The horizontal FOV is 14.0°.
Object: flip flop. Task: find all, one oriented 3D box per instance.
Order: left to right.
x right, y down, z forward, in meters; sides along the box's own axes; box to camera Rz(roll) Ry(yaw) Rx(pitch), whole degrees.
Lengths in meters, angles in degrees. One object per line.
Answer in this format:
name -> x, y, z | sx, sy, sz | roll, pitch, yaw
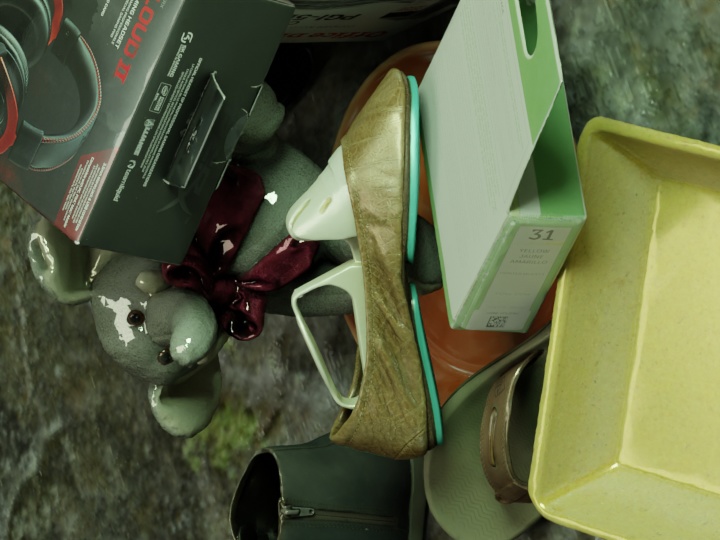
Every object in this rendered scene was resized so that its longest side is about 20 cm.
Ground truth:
flip flop -> 0.095, 0.078, 1.482 | 0.081, 0.058, 0.200 | 37, 129, -11

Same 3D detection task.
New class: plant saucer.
plant saucer -> 0.055, -0.023, 1.559 | 0.200, 0.032, 0.201 | 10, 104, 50
plant saucer -> 0.185, 0.042, 1.368 | 0.200, 0.048, 0.200 | 16, 106, 34

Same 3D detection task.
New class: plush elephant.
plush elephant -> -0.083, -0.001, 1.570 | 0.155, 0.165, 0.200 | -55, 22, -14

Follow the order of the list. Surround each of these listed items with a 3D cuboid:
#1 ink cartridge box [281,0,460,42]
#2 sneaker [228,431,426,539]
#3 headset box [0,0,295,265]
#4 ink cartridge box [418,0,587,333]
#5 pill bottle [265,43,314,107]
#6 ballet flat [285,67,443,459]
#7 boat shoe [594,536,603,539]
ink cartridge box -> 0.012, -0.181, 1.499 | 0.200, 0.147, 0.083 | -20, 78, 50
sneaker -> -0.023, 0.184, 1.620 | 0.075, 0.106, 0.201 | 7, 100, 50
headset box -> -0.130, -0.106, 1.483 | 0.200, 0.075, 0.149 | 38, 108, 42
ink cartridge box -> 0.077, -0.083, 1.390 | 0.200, 0.048, 0.146 | 115, 154, -52
pill bottle -> -0.114, -0.179, 1.679 | 0.112, 0.112, 0.200 | -48, 58, 42
ballet flat -> 0.000, 0.000, 1.480 | 0.068, 0.072, 0.200 | -100, 5, -76
boat shoe -> 0.137, 0.171, 1.451 | 0.070, 0.071, 0.201 | 10, 101, 50
